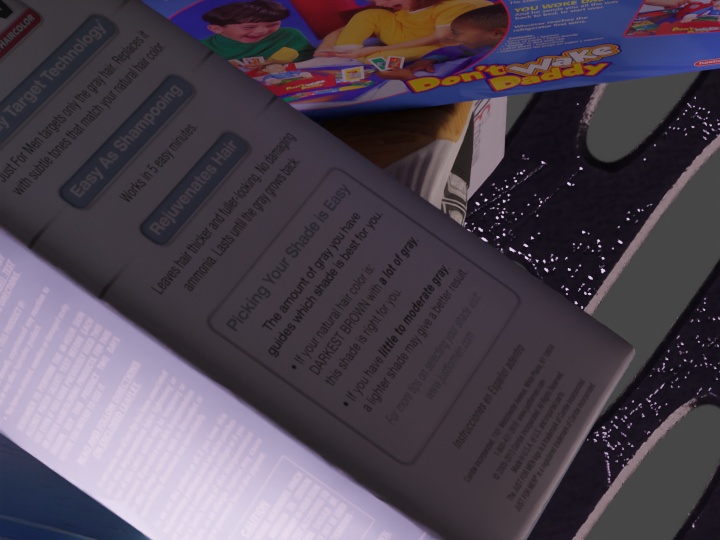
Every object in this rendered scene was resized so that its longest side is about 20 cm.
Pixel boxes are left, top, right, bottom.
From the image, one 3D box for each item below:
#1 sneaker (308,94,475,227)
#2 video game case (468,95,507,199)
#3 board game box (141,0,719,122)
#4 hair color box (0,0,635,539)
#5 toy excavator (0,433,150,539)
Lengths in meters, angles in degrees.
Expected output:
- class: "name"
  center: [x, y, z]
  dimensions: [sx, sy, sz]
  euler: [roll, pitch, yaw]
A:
- class: "sneaker"
  center: [0.000, 0.000, 0.858]
  dimensions: [0.201, 0.075, 0.088]
  euler: [-81, 165, -50]
- class: "video game case"
  center: [-0.014, 0.003, 1.007]
  dimensions: [0.200, 0.022, 0.182]
  euler: [-50, 170, -9]
- class: "board game box"
  center: [0.028, -0.090, 0.789]
  dimensions: [0.135, 0.198, 0.045]
  euler: [81, 2, -73]
- class: "hair color box"
  center: [-0.041, 0.007, 0.695]
  dimensions: [0.061, 0.199, 0.099]
  euler: [-56, 177, 40]
- class: "toy excavator"
  center: [-0.086, 0.056, 0.793]
  dimensions: [0.195, 0.099, 0.201]
  euler: [117, -12, -77]
